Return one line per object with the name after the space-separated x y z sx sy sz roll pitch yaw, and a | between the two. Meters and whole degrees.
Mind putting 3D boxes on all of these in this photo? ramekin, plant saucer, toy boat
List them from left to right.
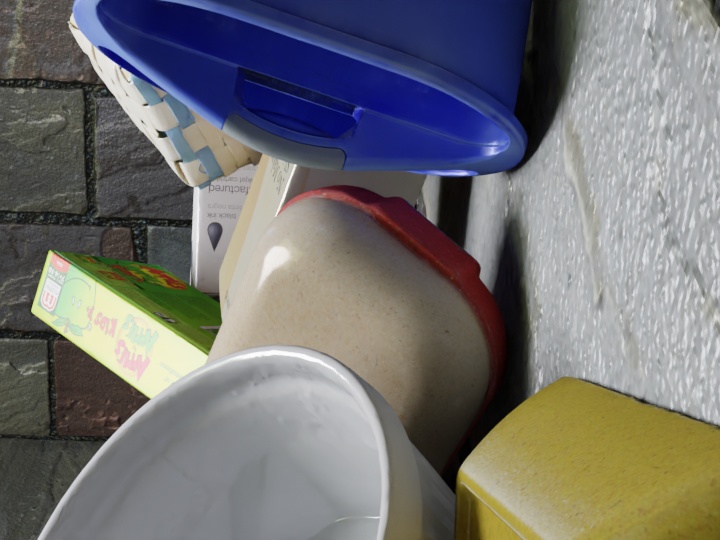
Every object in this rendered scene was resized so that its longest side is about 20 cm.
-0.039 0.141 0.538 0.105 0.199 0.202 44 -154 -35 | ramekin
0.006 0.045 0.671 0.130 0.130 0.201 -32 -23 -48 | toy boat
0.060 0.140 0.406 0.200 0.048 0.203 -174 86 -83 | plant saucer

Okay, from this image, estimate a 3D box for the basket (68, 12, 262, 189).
-0.064 -0.158 0.837 0.140 0.199 0.176 54 175 -38 | basket

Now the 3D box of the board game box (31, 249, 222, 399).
-0.121 0.048 0.916 0.199 0.101 0.048 28 102 40 | board game box

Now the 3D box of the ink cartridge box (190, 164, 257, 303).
-0.057 0.015 1.037 0.084 0.143 0.203 144 128 -80 | ink cartridge box

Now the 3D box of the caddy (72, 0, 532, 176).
-0.020 -0.097 0.581 0.141 0.197 0.106 140 147 -78 | caddy

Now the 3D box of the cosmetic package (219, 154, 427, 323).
-0.011 -0.058 0.740 0.105 0.070 0.202 -112 42 -67 | cosmetic package
